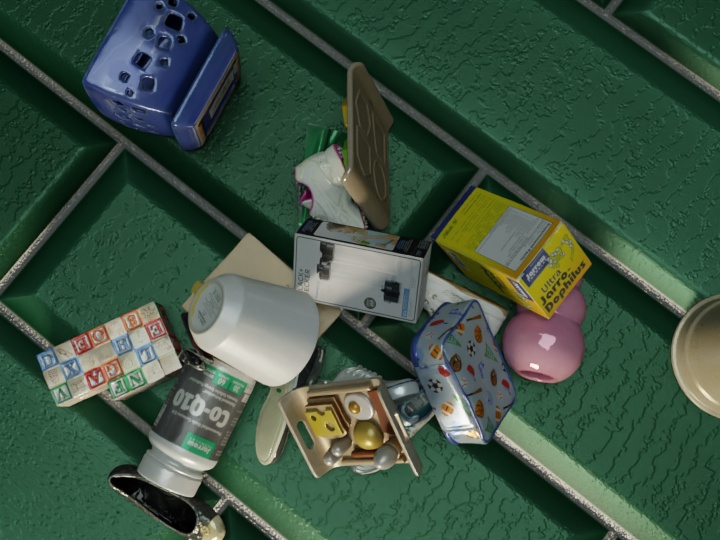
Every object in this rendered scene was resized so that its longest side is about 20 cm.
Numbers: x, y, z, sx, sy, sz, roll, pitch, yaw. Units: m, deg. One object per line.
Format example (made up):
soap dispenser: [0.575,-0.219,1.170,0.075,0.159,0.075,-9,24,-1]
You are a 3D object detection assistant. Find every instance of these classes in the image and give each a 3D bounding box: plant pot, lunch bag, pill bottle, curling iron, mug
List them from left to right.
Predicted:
plant pot: [-0.297,-0.309,1.457,0.179,0.200,0.200,28,82,-2]
curling iron: [-0.252,0.099,1.391,0.049,0.200,0.026,27,100,-22]
pill bottle: [-0.249,0.230,1.404,0.113,0.113,0.200,25,82,5]
mug: [-0.177,0.079,1.356,0.186,0.153,0.150,-13,61,42]
lunch bag: [0.157,0.151,1.375,0.075,0.160,0.200,-10,113,35]
plant pot: [0.585,0.121,1.371,0.200,0.184,0.201,0,81,1]

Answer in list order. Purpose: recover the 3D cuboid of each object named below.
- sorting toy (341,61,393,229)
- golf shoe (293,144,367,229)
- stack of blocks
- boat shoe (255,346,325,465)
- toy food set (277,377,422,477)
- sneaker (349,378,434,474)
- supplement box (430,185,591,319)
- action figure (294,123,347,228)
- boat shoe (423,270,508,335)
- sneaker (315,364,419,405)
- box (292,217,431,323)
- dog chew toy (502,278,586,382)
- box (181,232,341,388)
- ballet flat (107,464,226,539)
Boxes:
sorting toy: [0.007,-0.186,1.420,0.036,0.185,0.201,-4,67,19]
golf shoe: [-0.042,-0.098,1.440,0.091,0.075,0.200,-19,121,1]
stack of blocks: [-0.384,0.144,1.448,0.200,0.059,0.115,-24,81,-3]
boat shoe: [-0.107,0.206,1.425,0.067,0.072,0.201,15,95,-37]
toy food set: [-0.017,0.235,1.331,0.200,0.060,0.144,-12,110,38]
sneaker: [0.053,0.228,1.412,0.078,0.086,0.200,44,84,8]
supplement box: [0.222,-0.030,1.389,0.109,0.110,0.200,-51,40,-6]
action figure: [-0.064,-0.125,1.478,0.118,0.055,0.201,9,95,-38]
boat shoe: [0.128,0.048,1.449,0.200,0.071,0.069,27,95,7]
sneaker: [-0.001,0.176,1.386,0.200,0.073,0.071,-18,77,38]
box: [0.000,0.000,1.402,0.199,0.060,0.117,13,120,12]
dog chew toy: [0.289,0.067,1.422,0.124,0.125,0.201,14,73,3]
box: [-0.157,0.062,1.476,0.200,0.021,0.164,41,84,8]
ballet flat: [-0.296,0.360,1.408,0.200,0.057,0.067,26,97,7]
